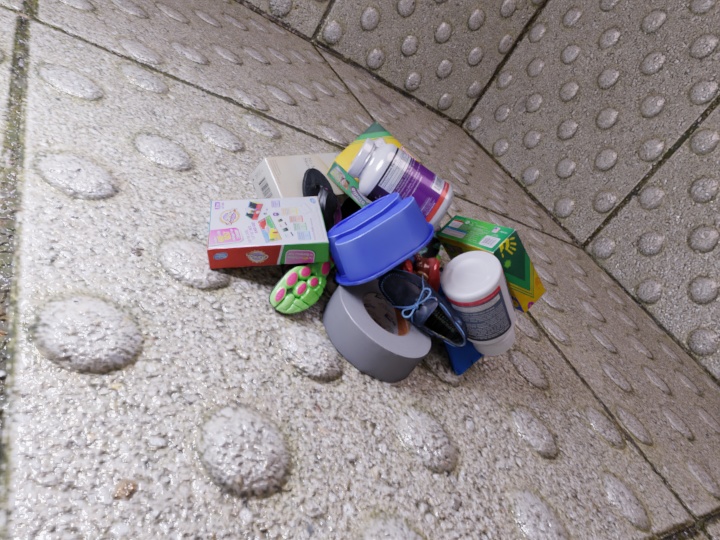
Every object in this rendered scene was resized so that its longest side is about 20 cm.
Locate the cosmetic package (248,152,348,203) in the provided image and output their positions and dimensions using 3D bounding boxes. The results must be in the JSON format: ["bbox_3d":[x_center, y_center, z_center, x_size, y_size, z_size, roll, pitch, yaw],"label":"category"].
[{"bbox_3d":[-0.119,-0.179,1.069,0.198,0.073,0.105,-19,81,-45],"label":"cosmetic package"}]

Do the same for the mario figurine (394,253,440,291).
[{"bbox_3d":[0.074,-0.006,1.045,0.199,0.106,0.125,37,59,-14],"label":"mario figurine"}]

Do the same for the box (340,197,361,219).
[{"bbox_3d":[-0.037,-0.189,1.269,0.148,0.108,0.200,39,25,7],"label":"box"}]

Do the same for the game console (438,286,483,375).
[{"bbox_3d":[0.186,0.118,1.125,0.168,0.121,0.199,16,20,33],"label":"game console"}]

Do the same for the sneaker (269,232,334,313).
[{"bbox_3d":[-0.105,0.010,0.914,0.077,0.083,0.201,58,37,-19],"label":"sneaker"}]

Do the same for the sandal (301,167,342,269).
[{"bbox_3d":[-0.061,-0.105,1.012,0.075,0.047,0.205,-14,91,-46],"label":"sandal"}]

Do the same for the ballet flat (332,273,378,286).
[{"bbox_3d":[0.000,0.000,1.046,0.199,0.067,0.065,7,56,-56],"label":"ballet flat"}]

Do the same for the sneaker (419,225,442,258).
[{"bbox_3d":[0.125,-0.094,1.217,0.076,0.140,0.204,9,66,-22],"label":"sneaker"}]

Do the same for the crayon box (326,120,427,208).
[{"bbox_3d":[0.053,-0.197,1.102,0.200,0.058,0.173,42,53,-2],"label":"crayon box"}]

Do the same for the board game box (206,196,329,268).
[{"bbox_3d":[-0.162,-0.071,0.896,0.196,0.041,0.154,-3,38,-11],"label":"board game box"}]

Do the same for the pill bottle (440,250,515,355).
[{"bbox_3d":[0.240,0.073,1.014,0.121,0.118,0.202,-106,170,-52],"label":"pill bottle"}]

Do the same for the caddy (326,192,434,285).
[{"bbox_3d":[0.034,-0.049,0.906,0.106,0.198,0.141,62,-11,-23],"label":"caddy"}]

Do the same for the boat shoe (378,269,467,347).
[{"bbox_3d":[0.121,0.065,0.927,0.198,0.085,0.069,30,15,-9],"label":"boat shoe"}]

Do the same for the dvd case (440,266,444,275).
[{"bbox_3d":[0.220,0.063,1.278,0.142,0.018,0.199,42,27,11],"label":"dvd case"}]

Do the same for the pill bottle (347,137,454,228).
[{"bbox_3d":[0.075,-0.165,0.995,0.198,0.113,0.113,33,26,-9],"label":"pill bottle"}]

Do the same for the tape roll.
[{"bbox_3d":[0.030,0.100,0.930,0.198,0.067,0.202,29,28,-17],"label":"tape roll"}]

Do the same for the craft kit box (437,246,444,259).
[{"bbox_3d":[0.147,-0.101,1.429,0.199,0.049,0.197,39,24,4],"label":"craft kit box"}]

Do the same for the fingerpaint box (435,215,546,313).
[{"bbox_3d":[0.274,-0.020,1.094,0.168,0.073,0.199,55,-12,-26],"label":"fingerpaint box"}]
